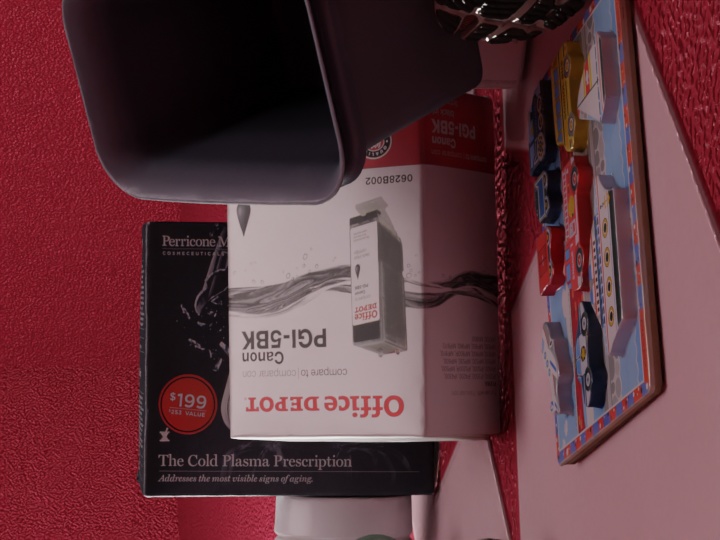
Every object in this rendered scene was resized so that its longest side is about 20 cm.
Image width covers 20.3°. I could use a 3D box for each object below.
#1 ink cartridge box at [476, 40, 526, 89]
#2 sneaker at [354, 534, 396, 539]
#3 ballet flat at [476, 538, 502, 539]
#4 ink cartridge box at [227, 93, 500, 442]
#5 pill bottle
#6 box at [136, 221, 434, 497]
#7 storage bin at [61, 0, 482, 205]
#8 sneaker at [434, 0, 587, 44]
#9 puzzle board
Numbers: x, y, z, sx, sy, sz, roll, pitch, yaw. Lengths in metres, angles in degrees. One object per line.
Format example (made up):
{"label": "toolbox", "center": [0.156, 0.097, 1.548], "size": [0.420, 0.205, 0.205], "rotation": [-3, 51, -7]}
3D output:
{"label": "ink cartridge box", "center": [0.051, -0.220, 1.129], "size": [0.146, 0.084, 0.202], "rotation": [-106, 18, -62]}
{"label": "sneaker", "center": [0.036, 0.193, 1.202], "size": [0.201, 0.073, 0.119], "rotation": [-121, 25, -55]}
{"label": "ballet flat", "center": [0.065, 0.243, 1.068], "size": [0.074, 0.073, 0.202], "rotation": [151, 123, -79]}
{"label": "ink cartridge box", "center": [0.000, 0.000, 1.182], "size": [0.083, 0.146, 0.202], "rotation": [4, -97, -56]}
{"label": "pill bottle", "center": [-0.012, 0.253, 1.380], "size": [0.113, 0.112, 0.202], "rotation": [171, 99, -81]}
{"label": "box", "center": [-0.053, 0.059, 1.380], "size": [0.104, 0.198, 0.184], "rotation": [170, 100, -82]}
{"label": "storage bin", "center": [-0.041, -0.125, 1.051], "size": [0.199, 0.134, 0.147], "rotation": [3, 112, 46]}
{"label": "sneaker", "center": [0.089, -0.197, 0.963], "size": [0.085, 0.076, 0.201], "rotation": [-92, 18, -46]}
{"label": "puzzle board", "center": [0.107, -0.021, 0.967], "size": [0.151, 0.017, 0.202], "rotation": [117, 152, -70]}
